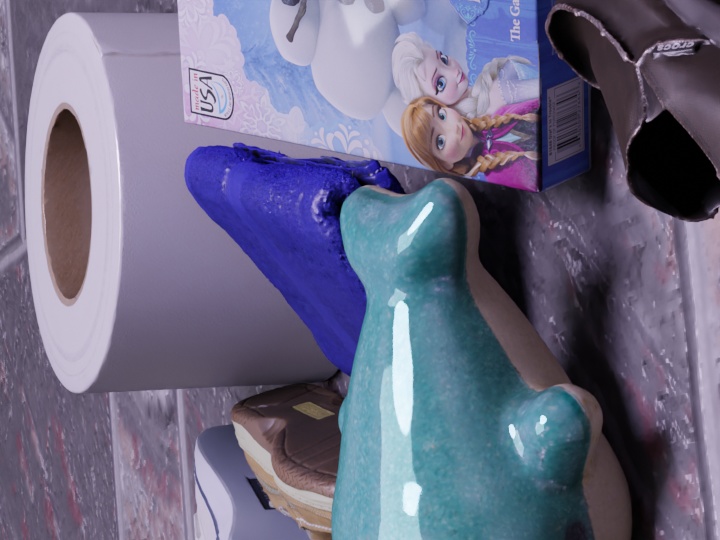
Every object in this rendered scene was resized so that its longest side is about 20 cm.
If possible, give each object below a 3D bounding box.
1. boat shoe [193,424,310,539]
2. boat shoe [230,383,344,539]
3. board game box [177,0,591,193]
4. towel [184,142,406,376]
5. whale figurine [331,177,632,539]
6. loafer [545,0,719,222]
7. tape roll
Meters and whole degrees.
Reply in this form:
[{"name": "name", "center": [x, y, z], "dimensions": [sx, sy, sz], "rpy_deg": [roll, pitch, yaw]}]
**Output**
[{"name": "boat shoe", "center": [-0.056, 0.167, 1.436], "dimensions": [0.202, 0.074, 0.086], "rpy_deg": [-124, 38, -58]}, {"name": "boat shoe", "center": [-0.010, 0.110, 1.339], "dimensions": [0.200, 0.071, 0.076], "rpy_deg": [-148, 44, -74]}, {"name": "board game box", "center": [0.004, -0.147, 1.128], "dimensions": [0.199, 0.043, 0.201], "rpy_deg": [13, 115, 38]}, {"name": "towel", "center": [0.000, 0.000, 1.242], "dimensions": [0.148, 0.050, 0.200], "rpy_deg": [50, 169, -19]}, {"name": "whale figurine", "center": [0.030, 0.065, 1.091], "dimensions": [0.159, 0.104, 0.201], "rpy_deg": [0, 110, 54]}, {"name": "loafer", "center": [0.112, -0.060, 0.940], "dimensions": [0.071, 0.073, 0.200], "rpy_deg": [-48, 27, -2]}, {"name": "tape roll", "center": [-0.091, -0.037, 1.422], "dimensions": [0.203, 0.139, 0.204], "rpy_deg": [178, 90, -70]}]
